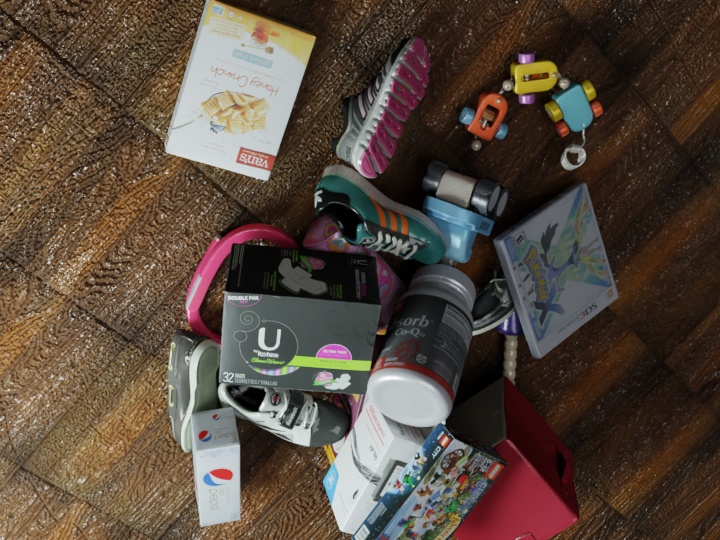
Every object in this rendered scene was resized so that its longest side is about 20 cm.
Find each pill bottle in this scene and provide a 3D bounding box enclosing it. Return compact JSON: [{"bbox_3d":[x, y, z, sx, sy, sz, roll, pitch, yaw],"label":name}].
[{"bbox_3d":[0.089,0.097,1.245,0.114,0.201,0.117,13,141,11],"label":"pill bottle"}]

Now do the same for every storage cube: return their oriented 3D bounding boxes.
[{"bbox_3d":[0.207,0.311,1.420,0.199,0.171,0.180,-35,106,22],"label":"storage cube"}]

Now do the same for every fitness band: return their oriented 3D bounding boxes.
[{"bbox_3d":[-0.163,0.026,1.300,0.142,0.037,0.201,22,106,-27],"label":"fitness band"}]

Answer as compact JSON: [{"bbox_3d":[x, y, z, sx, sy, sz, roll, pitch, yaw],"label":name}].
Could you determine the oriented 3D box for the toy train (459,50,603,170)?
[{"bbox_3d":[0.239,-0.225,1.300,0.198,0.056,0.152,16,109,-19],"label":"toy train"}]

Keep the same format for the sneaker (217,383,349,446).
[{"bbox_3d":[-0.112,0.200,1.319,0.197,0.089,0.075,15,75,1],"label":"sneaker"}]

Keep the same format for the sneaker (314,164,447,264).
[{"bbox_3d":[0.023,-0.054,1.221,0.199,0.080,0.071,31,144,-12],"label":"sneaker"}]

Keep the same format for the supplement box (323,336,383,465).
[{"bbox_3d":[0.014,0.213,1.392,0.085,0.111,0.202,7,111,-18],"label":"supplement box"}]

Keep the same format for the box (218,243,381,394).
[{"bbox_3d":[-0.081,0.064,1.222,0.197,0.125,0.150,5,121,-5],"label":"box"}]

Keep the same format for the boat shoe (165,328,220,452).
[{"bbox_3d":[-0.246,0.172,1.326,0.060,0.072,0.203,26,124,20],"label":"boat shoe"}]

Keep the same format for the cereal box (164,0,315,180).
[{"bbox_3d":[-0.155,-0.229,1.183,0.142,0.040,0.202,13,109,-21],"label":"cereal box"}]

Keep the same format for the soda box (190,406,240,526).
[{"bbox_3d":[-0.210,0.289,1.347,0.063,0.069,0.202,-7,136,-14],"label":"soda box"}]

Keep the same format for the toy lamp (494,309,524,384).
[{"bbox_3d":[0.234,0.135,1.456,0.057,0.058,0.203,-6,116,-14],"label":"toy lamp"}]

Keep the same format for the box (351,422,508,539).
[{"bbox_3d":[0.096,0.312,1.256,0.136,0.038,0.201,30,99,-42],"label":"box"}]

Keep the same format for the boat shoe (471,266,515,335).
[{"bbox_3d":[0.216,0.020,1.387,0.199,0.072,0.068,-37,127,-9],"label":"boat shoe"}]

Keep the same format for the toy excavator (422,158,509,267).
[{"bbox_3d":[0.129,-0.038,1.306,0.099,0.194,0.202,23,95,20],"label":"toy excavator"}]

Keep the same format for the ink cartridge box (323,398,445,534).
[{"bbox_3d":[0.030,0.255,1.288,0.067,0.116,0.202,22,105,-24],"label":"ink cartridge box"}]

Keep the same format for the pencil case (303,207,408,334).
[{"bbox_3d":[0.000,0.000,1.311,0.087,0.088,0.201,-37,118,2],"label":"pencil case"}]

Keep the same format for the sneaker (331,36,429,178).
[{"bbox_3d":[0.021,-0.223,1.222,0.074,0.087,0.202,32,80,-51],"label":"sneaker"}]

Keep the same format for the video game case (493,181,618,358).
[{"bbox_3d":[0.294,-0.001,1.371,0.181,0.022,0.202,-33,113,-24],"label":"video game case"}]
